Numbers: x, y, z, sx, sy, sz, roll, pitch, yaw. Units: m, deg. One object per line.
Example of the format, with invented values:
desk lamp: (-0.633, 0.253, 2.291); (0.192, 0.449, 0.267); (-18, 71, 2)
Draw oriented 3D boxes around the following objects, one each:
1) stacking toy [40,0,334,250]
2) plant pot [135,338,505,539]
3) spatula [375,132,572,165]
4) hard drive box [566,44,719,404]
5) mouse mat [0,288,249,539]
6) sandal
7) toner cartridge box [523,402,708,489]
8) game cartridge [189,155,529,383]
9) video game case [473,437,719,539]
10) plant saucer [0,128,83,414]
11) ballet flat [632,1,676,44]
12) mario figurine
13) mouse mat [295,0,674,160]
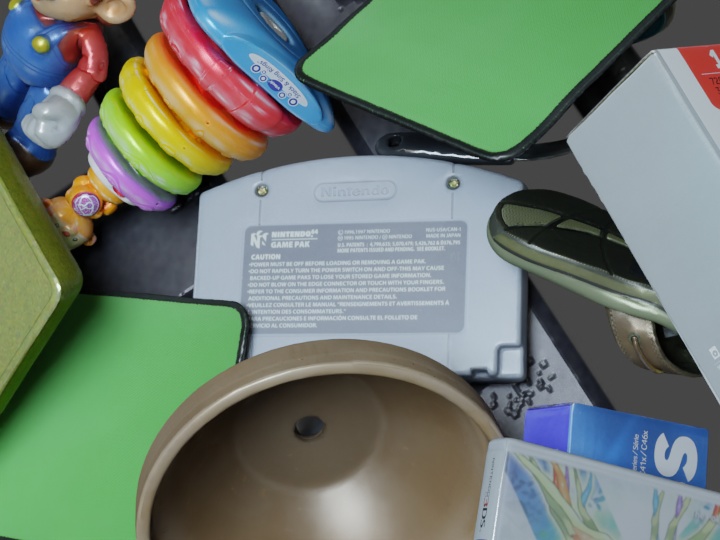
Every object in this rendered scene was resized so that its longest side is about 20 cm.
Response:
stacking toy: (-0.122, -0.080, 0.941); (0.200, 0.116, 0.110); (-40, 35, 14)
plant pot: (-0.022, 0.108, 0.854); (0.201, 0.201, 0.093); (-30, 32, 7)
spatula: (0.104, -0.072, 0.922); (0.200, 0.021, 0.057); (-1, 55, 20)
hard drive box: (0.221, -0.014, 0.801); (0.077, 0.156, 0.200); (-47, 63, 44)
mouse mat: (-0.161, 0.090, 0.946); (0.200, 0.008, 0.161); (4, 79, 30)
sandal: (0.160, 0.020, 0.867); (0.201, 0.080, 0.057); (28, 126, 14)
toner cartridge box: (0.127, 0.174, 0.817); (0.043, 0.095, 0.200); (-17, 65, 59)
game cartridge: (0.000, 0.000, 0.929); (0.200, 0.042, 0.133); (-1, 72, 16)
video game case: (0.138, 0.192, 0.778); (0.200, 0.022, 0.183); (16, 74, -23)
plant saucer: (-0.242, -0.001, 0.950); (0.200, 0.048, 0.200); (-52, 60, 35)
ballet flat: (0.085, -0.147, 0.932); (0.200, 0.069, 0.070); (-10, 74, 11)
mario figurine: (-0.198, -0.150, 0.943); (0.123, 0.106, 0.200); (33, 124, -1)
mouse mat: (0.080, -0.143, 0.868); (0.161, 0.008, 0.200); (27, 62, 37)
